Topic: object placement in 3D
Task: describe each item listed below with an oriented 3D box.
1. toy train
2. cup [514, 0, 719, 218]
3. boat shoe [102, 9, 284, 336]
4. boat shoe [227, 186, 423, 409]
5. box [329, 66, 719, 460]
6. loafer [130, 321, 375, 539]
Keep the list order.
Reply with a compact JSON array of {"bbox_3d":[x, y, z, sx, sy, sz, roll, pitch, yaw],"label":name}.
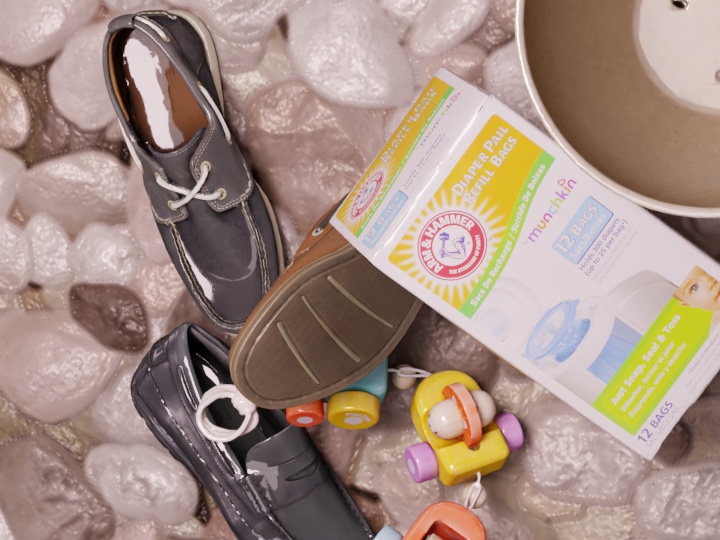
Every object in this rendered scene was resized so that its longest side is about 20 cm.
[{"bbox_3d":[0.012,0.100,1.552,0.200,0.150,0.056,39,153,11],"label":"toy train"},{"bbox_3d":[0.189,-0.132,1.443,0.200,0.143,0.201,1,95,10],"label":"cup"},{"bbox_3d":[-0.101,-0.055,1.585,0.072,0.068,0.200,-19,87,16],"label":"boat shoe"},{"bbox_3d":[0.000,0.000,1.539,0.200,0.068,0.072,-42,113,-11],"label":"boat shoe"},{"bbox_3d":[0.099,-0.005,1.473,0.200,0.101,0.113,36,93,-18],"label":"box"},{"bbox_3d":[-0.054,0.116,1.605,0.201,0.068,0.070,47,136,8],"label":"loafer"}]
